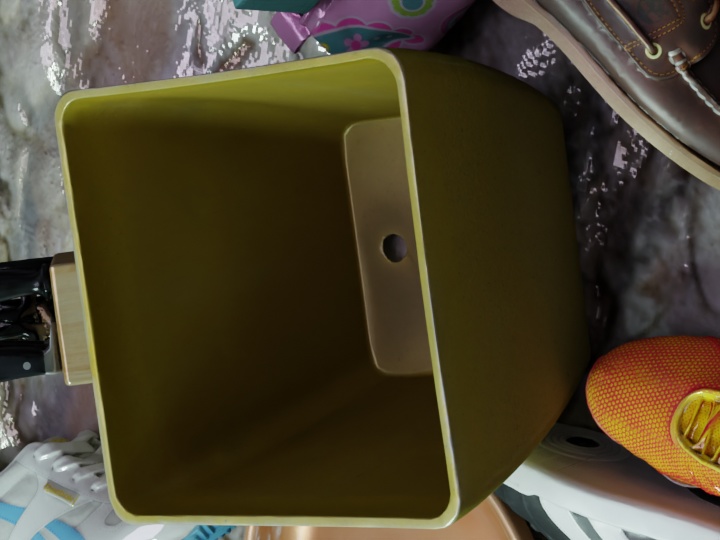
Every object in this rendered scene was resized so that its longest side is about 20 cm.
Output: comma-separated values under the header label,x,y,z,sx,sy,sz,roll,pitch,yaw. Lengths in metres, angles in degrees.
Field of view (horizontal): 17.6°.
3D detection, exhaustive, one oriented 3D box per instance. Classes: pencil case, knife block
label,x,y,z,sx,sy,sz,roll,pitch,yaw
pencil case,0.039,-0.174,1.077,0.200,0.087,0.088,-45,70,36
knife block,-0.125,0.023,1.199,0.199,0.175,0.065,-2,99,41

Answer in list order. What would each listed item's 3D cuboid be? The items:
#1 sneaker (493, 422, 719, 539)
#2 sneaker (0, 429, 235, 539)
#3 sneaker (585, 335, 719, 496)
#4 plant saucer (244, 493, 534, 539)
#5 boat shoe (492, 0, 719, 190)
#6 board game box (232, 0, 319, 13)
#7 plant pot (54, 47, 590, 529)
label,x,y,z,sx,sy,sz,roll,pitch,yaw
sneaker,0.123,0.148,1.076,0.199,0.073,0.113,20,110,35
sneaker,-0.154,0.133,1.314,0.199,0.076,0.082,-9,91,40
sneaker,0.181,0.073,1.001,0.199,0.077,0.074,21,90,33
plant saucer,0.023,0.167,1.193,0.199,0.037,0.202,11,107,39
boat shoe,0.119,-0.113,0.996,0.200,0.070,0.070,39,121,-6
board game box,-0.027,-0.240,1.045,0.152,0.045,0.202,-38,61,49
plant pot,0.000,0.000,1.080,0.199,0.176,0.202,-4,96,36
